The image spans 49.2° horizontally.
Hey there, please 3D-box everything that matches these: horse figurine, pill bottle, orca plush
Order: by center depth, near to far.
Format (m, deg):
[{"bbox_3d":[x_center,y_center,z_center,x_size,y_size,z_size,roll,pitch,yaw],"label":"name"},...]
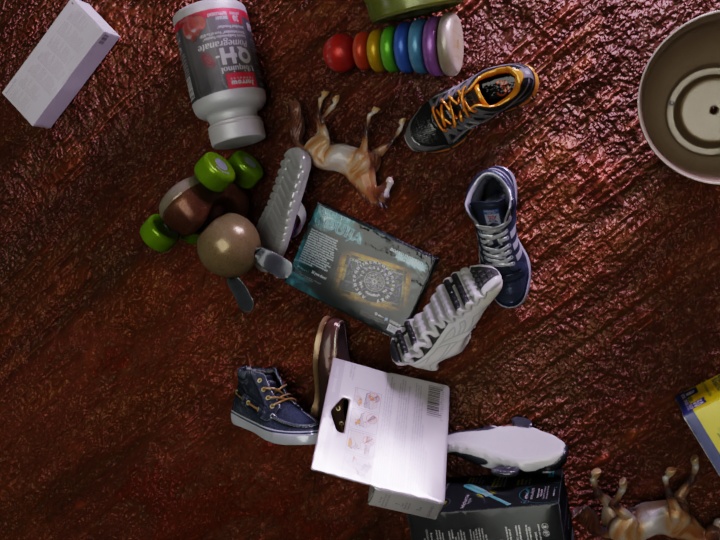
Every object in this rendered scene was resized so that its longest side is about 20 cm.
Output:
[{"bbox_3d":[0.379,0.319,1.043,0.200,0.050,0.133,-11,111,4],"label":"horse figurine"},{"bbox_3d":[0.193,0.270,1.105,0.200,0.105,0.071,-12,122,14],"label":"orca plush"},{"bbox_3d":[-0.026,-0.184,1.146,0.200,0.050,0.133,22,100,14],"label":"horse figurine"},{"bbox_3d":[-0.202,-0.286,1.161,0.111,0.111,0.200,-13,90,17],"label":"pill bottle"}]

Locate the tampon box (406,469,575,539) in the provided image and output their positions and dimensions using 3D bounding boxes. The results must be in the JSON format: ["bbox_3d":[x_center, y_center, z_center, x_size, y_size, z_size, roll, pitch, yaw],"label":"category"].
[{"bbox_3d":[0.183,0.360,1.071,0.200,0.150,0.126,-9,91,17],"label":"tampon box"}]

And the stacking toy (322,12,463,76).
[{"bbox_3d":[0.040,-0.311,1.106,0.200,0.085,0.085,1,94,20],"label":"stacking toy"}]

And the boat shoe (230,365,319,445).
[{"bbox_3d":[-0.126,0.197,1.160,0.200,0.071,0.091,6,94,46],"label":"boat shoe"}]

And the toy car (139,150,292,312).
[{"bbox_3d":[-0.188,-0.046,1.149,0.164,0.158,0.200,-42,82,23],"label":"toy car"}]

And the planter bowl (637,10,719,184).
[{"bbox_3d":[0.441,-0.204,0.963,0.200,0.135,0.200,1,95,16],"label":"planter bowl"}]

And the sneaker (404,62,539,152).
[{"bbox_3d":[0.146,-0.228,1.079,0.200,0.077,0.078,-29,87,18],"label":"sneaker"}]

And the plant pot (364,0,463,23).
[{"bbox_3d":[0.057,-0.438,1.044,0.200,0.200,0.193,-8,103,17],"label":"plant pot"}]

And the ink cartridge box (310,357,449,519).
[{"bbox_3d":[0.029,0.222,1.065,0.176,0.200,0.045,15,130,-3],"label":"ink cartridge box"}]

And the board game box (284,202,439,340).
[{"bbox_3d":[0.000,0.000,1.163,0.200,0.028,0.135,27,100,14],"label":"board game box"}]

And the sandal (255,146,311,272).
[{"bbox_3d":[-0.107,-0.083,1.174,0.082,0.050,0.203,47,123,44],"label":"sandal"}]

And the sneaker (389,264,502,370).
[{"bbox_3d":[0.130,0.069,1.095,0.081,0.075,0.200,28,122,-28],"label":"sneaker"}]

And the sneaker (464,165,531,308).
[{"bbox_3d":[0.185,-0.043,1.063,0.070,0.108,0.200,-7,92,17],"label":"sneaker"}]

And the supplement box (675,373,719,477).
[{"bbox_3d":[0.516,0.169,0.980,0.200,0.109,0.110,-32,85,16],"label":"supplement box"}]

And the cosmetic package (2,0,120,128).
[{"bbox_3d":[-0.485,-0.333,1.272,0.083,0.051,0.200,46,104,7],"label":"cosmetic package"}]

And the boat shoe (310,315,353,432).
[{"bbox_3d":[-0.031,0.167,1.164,0.070,0.070,0.200,8,104,23],"label":"boat shoe"}]
